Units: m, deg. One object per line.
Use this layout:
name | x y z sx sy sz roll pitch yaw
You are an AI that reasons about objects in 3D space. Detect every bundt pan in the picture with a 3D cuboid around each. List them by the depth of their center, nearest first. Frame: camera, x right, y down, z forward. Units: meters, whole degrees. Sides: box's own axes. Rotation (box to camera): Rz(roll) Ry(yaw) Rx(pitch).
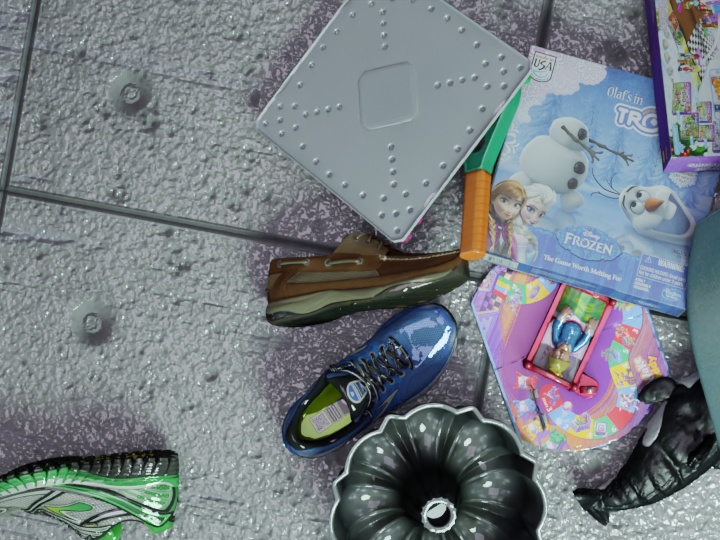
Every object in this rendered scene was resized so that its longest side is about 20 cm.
bundt pan | 0.067 0.213 1.186 0.199 0.076 0.205 0 96 -4

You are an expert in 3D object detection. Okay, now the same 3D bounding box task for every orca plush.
orca plush | 0.281 0.158 1.175 0.198 0.071 0.106 -30 97 3

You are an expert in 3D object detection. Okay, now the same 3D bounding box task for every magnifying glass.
magnifying glass | 0.108 -0.107 1.184 0.079 0.022 0.203 -14 64 42

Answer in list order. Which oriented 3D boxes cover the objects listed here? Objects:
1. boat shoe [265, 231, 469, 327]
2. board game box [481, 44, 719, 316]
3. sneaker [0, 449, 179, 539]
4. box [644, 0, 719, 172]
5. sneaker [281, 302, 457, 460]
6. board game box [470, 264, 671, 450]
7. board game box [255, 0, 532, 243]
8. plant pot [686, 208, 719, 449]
boat shoe | 0.000 0.000 1.199 0.197 0.076 0.075 -12 78 15
board game box | 0.223 -0.083 1.190 0.197 0.043 0.202 16 80 5
sneaker | -0.268 0.220 1.224 0.197 0.078 0.087 -4 89 4
box | 0.332 -0.189 1.170 0.135 0.039 0.203 -1 73 0
sneaker | 0.010 0.106 1.197 0.200 0.089 0.079 -41 86 1
board game box | 0.197 0.067 1.205 0.156 0.039 0.203 -20 88 4
board game box | 0.029 -0.157 1.198 0.199 0.026 0.201 39 93 26
plant pot | 0.389 0.018 1.097 0.194 0.196 0.202 -17 78 -23
